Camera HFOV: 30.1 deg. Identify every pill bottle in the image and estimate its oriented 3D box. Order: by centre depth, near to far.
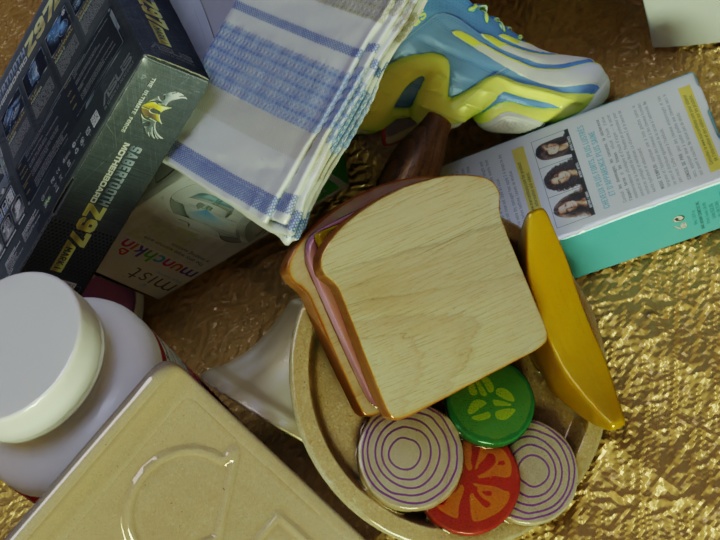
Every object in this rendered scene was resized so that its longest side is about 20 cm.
[{"bbox_3d":[-0.142,0.087,0.745,0.111,0.200,0.114,-11,56,17],"label":"pill bottle"}]

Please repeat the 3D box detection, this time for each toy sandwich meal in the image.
[{"bbox_3d":[0.053,0.045,0.709,0.202,0.070,0.209,3,78,-14],"label":"toy sandwich meal"}]

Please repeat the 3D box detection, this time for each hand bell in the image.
[{"bbox_3d":[0.000,0.000,0.775,0.103,0.104,0.202,25,83,34],"label":"hand bell"}]

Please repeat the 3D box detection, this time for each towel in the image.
[{"bbox_3d":[-0.031,-0.125,0.742,0.146,0.024,0.202,29,90,47],"label":"towel"}]

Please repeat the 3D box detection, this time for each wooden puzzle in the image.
[{"bbox_3d":[-0.099,0.172,0.689,0.186,0.200,0.046,-49,27,-10],"label":"wooden puzzle"}]

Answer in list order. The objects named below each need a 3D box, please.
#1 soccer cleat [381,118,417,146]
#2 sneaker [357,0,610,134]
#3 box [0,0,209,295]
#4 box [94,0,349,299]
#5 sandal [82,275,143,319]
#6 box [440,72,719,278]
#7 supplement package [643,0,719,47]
[{"bbox_3d":[-0.014,-0.157,0.922,0.076,0.067,0.200,-36,56,-20],"label":"soccer cleat"},{"bbox_3d":[0.063,-0.140,0.815,0.197,0.107,0.076,-6,20,-16],"label":"sneaker"},{"bbox_3d":[-0.180,-0.085,0.822,0.201,0.051,0.158,-54,42,21],"label":"box"},{"bbox_3d":[-0.112,-0.114,0.889,0.175,0.096,0.203,-27,56,28],"label":"box"},{"bbox_3d":[-0.222,0.074,0.883,0.082,0.050,0.203,35,78,36],"label":"sandal"},{"bbox_3d":[0.121,-0.040,0.802,0.197,0.049,0.083,-20,54,12],"label":"box"},{"bbox_3d":[0.234,-0.258,0.846,0.108,0.114,0.203,-2,59,21],"label":"supplement package"}]
